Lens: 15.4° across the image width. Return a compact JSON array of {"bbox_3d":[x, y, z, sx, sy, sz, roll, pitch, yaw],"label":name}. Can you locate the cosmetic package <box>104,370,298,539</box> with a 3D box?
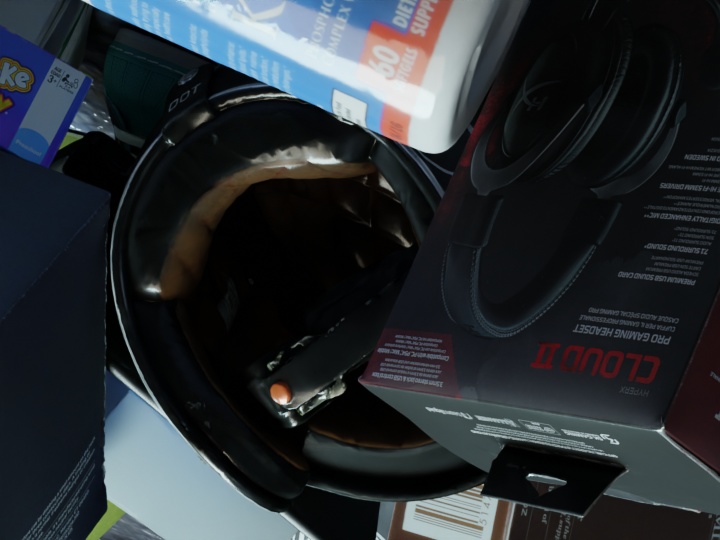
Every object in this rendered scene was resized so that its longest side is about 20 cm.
[{"bbox_3d":[-0.131,0.053,1.265,0.200,0.052,0.151,41,-179,42],"label":"cosmetic package"}]

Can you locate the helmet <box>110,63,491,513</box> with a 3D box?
[{"bbox_3d":[0.000,0.000,1.092,0.199,0.201,0.191,21,-171,16],"label":"helmet"}]

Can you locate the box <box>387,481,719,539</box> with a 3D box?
[{"bbox_3d":[0.105,0.103,1.301,0.075,0.101,0.200,12,-177,36],"label":"box"}]

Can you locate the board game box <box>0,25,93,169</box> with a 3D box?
[{"bbox_3d":[-0.203,-0.073,1.133,0.134,0.045,0.200,30,162,-13],"label":"board game box"}]

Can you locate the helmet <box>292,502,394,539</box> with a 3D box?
[{"bbox_3d":[0.013,0.105,1.419,0.199,0.201,0.191,20,180,20],"label":"helmet"}]

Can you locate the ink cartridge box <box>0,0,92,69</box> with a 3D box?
[{"bbox_3d":[-0.198,-0.126,1.196,0.146,0.085,0.200,26,165,-2],"label":"ink cartridge box"}]

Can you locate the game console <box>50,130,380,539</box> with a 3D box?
[{"bbox_3d":[-0.088,0.046,1.213,0.200,0.117,0.176,42,150,-18],"label":"game console"}]

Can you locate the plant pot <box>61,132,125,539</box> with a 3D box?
[{"bbox_3d":[-0.156,0.054,1.494,0.186,0.201,0.187,24,164,7],"label":"plant pot"}]

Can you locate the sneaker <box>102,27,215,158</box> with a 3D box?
[{"bbox_3d":[-0.087,-0.044,1.288,0.071,0.080,0.200,21,163,18],"label":"sneaker"}]

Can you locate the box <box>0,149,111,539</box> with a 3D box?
[{"bbox_3d":[-0.210,0.032,1.078,0.199,0.104,0.183,20,133,17],"label":"box"}]

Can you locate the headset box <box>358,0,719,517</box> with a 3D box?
[{"bbox_3d":[0.099,-0.010,0.887,0.077,0.201,0.148,36,162,-35],"label":"headset box"}]

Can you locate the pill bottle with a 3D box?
[{"bbox_3d":[-0.040,-0.127,0.893,0.199,0.113,0.112,23,164,7],"label":"pill bottle"}]
